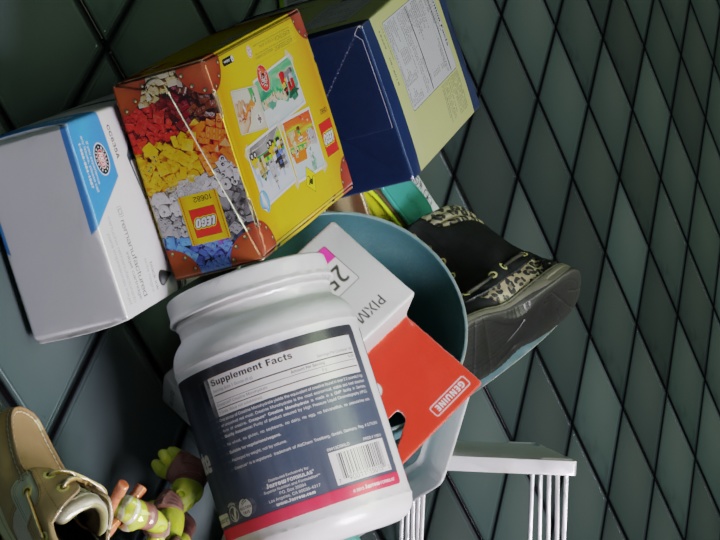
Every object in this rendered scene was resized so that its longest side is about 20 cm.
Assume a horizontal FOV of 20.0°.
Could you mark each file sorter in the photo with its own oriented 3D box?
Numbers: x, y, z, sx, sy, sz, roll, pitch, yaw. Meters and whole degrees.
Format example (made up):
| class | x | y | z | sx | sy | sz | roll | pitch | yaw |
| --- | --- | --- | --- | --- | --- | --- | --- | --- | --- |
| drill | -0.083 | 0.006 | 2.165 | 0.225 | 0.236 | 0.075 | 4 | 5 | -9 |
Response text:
| class | x | y | z | sx | sy | sz | roll | pitch | yaw |
| --- | --- | --- | --- | --- | --- | --- | --- | --- | --- |
| file sorter | 0.107 | 0.220 | 1.829 | 0.200 | 0.137 | 0.126 | 165 | -72 | -86 |

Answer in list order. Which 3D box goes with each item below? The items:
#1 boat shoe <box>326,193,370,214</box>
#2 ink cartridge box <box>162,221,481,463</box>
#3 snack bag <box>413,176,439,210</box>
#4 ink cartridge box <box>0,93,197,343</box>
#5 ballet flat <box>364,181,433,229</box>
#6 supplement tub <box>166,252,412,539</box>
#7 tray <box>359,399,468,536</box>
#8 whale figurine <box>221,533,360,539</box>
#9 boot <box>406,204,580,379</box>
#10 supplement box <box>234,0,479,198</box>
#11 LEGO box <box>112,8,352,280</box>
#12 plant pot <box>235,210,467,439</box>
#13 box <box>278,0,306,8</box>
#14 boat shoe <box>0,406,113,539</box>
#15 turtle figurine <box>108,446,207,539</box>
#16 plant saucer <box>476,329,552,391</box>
| class | x | y | z | sx | sy | sz | roll | pitch | yaw |
| --- | --- | --- | --- | --- | --- | --- | --- | --- | --- |
| boat shoe | 0.000 | 0.000 | 1.806 | 0.075 | 0.072 | 0.202 | -16 | 96 | -32 |
| ink cartridge box | -0.026 | 0.085 | 1.591 | 0.200 | 0.173 | 0.044 | -43 | 165 | -26 |
| snack bag | 0.045 | -0.019 | 2.051 | 0.189 | 0.021 | 0.201 | 57 | 31 | -39 |
| ink cartridge box | -0.181 | -0.049 | 1.493 | 0.200 | 0.085 | 0.148 | -35 | 110 | -63 |
| ballet flat | 0.000 | -0.102 | 1.913 | 0.201 | 0.067 | 0.067 | 58 | 48 | -34 |
| supplement tub | -0.054 | 0.102 | 1.475 | 0.140 | 0.139 | 0.202 | -1 | 71 | -65 |
| tray | 0.027 | 0.164 | 1.738 | 0.022 | 0.200 | 0.108 | 29 | 55 | -15 |
| whale figurine | -0.050 | 0.272 | 1.601 | 0.159 | 0.103 | 0.201 | 52 | 35 | -45 |
| boot | 0.081 | 0.022 | 1.845 | 0.203 | 0.153 | 0.074 | -27 | 136 | -33 |
| supplement box | -0.032 | -0.149 | 1.726 | 0.200 | 0.198 | 0.135 | -48 | 122 | -60 |
| LEGO box | -0.090 | -0.098 | 1.520 | 0.200 | 0.077 | 0.150 | -42 | 117 | -65 |
| plant pot | -0.020 | 0.071 | 1.700 | 0.135 | 0.198 | 0.202 | 108 | -15 | -61 |
| box | -0.003 | -0.201 | 1.979 | 0.199 | 0.047 | 0.123 | 19 | 61 | -56 |
| boat shoe | -0.191 | 0.167 | 1.325 | 0.074 | 0.066 | 0.201 | 24 | 35 | -54 |
| turtle figurine | -0.141 | 0.197 | 1.434 | 0.162 | 0.064 | 0.202 | -77 | 168 | -58 |
| plant saucer | 0.102 | 0.092 | 1.926 | 0.028 | 0.200 | 0.200 | 55 | 26 | -2 |
